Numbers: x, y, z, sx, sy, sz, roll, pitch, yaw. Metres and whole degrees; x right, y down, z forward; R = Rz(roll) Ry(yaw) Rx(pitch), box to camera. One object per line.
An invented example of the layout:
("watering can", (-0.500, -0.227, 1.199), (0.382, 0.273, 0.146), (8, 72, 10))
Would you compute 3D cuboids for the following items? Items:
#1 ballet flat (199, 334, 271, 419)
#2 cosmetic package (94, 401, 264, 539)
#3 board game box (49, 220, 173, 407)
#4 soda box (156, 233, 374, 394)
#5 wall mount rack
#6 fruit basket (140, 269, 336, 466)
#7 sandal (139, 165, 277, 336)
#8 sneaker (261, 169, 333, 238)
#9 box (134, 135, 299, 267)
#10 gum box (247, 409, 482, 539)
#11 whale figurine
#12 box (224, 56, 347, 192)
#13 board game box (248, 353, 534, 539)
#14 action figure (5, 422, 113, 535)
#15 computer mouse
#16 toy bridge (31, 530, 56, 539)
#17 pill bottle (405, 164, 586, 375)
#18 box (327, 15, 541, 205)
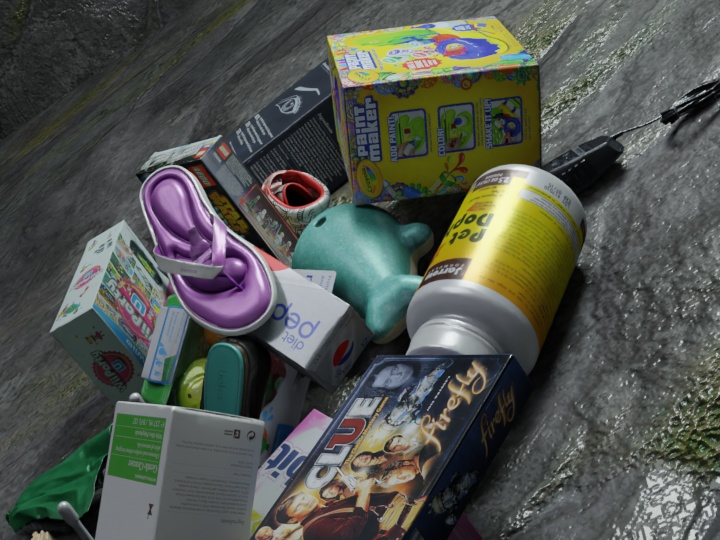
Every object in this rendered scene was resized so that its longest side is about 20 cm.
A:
("ballet flat", (-0.112, 0.155, 0.966), (0.067, 0.068, 0.204), (18, 96, 26))
("cosmetic package", (-0.140, 0.204, 0.824), (0.107, 0.084, 0.204), (-8, 71, 54))
("board game box", (-0.269, 0.057, 1.289), (0.064, 0.148, 0.201), (-27, 27, 15))
("soda box", (-0.087, 0.026, 0.997), (0.199, 0.064, 0.069), (31, 80, 32))
("wall mount rack", (-0.205, 0.211, 0.956), (0.201, 0.074, 0.175), (-64, 0, -44))
("fruit basket", (-0.120, 0.083, 1.061), (0.198, 0.093, 0.189), (1, 72, 47))
("sandal", (-0.146, -0.021, 0.978), (0.082, 0.050, 0.203), (-42, 57, 0))
("sneaker", (-0.090, -0.067, 1.234), (0.067, 0.109, 0.200), (-37, 39, -25))
("box", (-0.134, -0.043, 1.177), (0.136, 0.201, 0.040), (-5, 39, 50))
("gum box", (-0.017, 0.185, 0.823), (0.113, 0.066, 0.199), (-45, 26, -16))
("whale figurine", (0.000, 0.000, 1.069), (0.158, 0.104, 0.200), (-39, 23, -3))
("box", (-0.070, -0.168, 1.450), (0.199, 0.105, 0.148), (-36, 24, 3))
("board game box", (0.014, 0.139, 0.741), (0.134, 0.035, 0.201), (-6, 39, 47))
("action figure", (-0.307, 0.231, 1.158), (0.198, 0.055, 0.119), (-29, 27, 36))
("computer mouse", (0.248, -0.117, 1.030), (0.198, 0.034, 0.059), (-28, 10, 11))
("toy bridge", (-0.291, 0.291, 1.019), (0.027, 0.068, 0.200), (-38, 25, -4))
("pill bottle", (0.105, 0.016, 0.895), (0.108, 0.110, 0.201), (-14, 34, 41))
("box", (0.070, -0.168, 1.152), (0.189, 0.124, 0.201), (-8, 26, -4))
